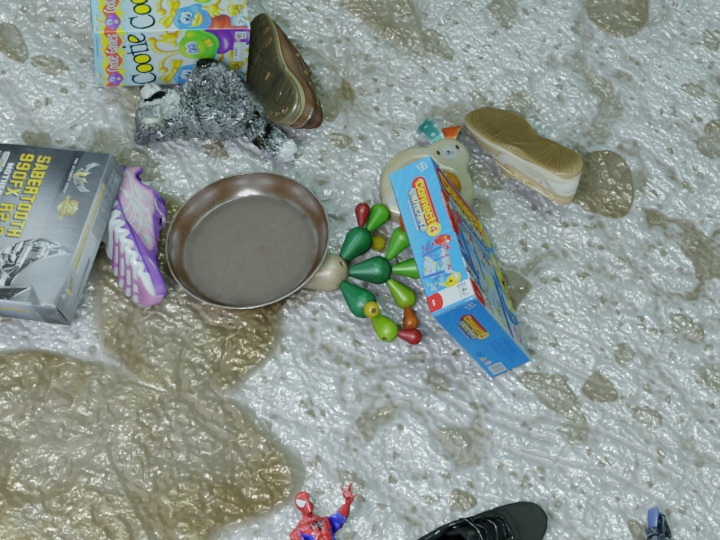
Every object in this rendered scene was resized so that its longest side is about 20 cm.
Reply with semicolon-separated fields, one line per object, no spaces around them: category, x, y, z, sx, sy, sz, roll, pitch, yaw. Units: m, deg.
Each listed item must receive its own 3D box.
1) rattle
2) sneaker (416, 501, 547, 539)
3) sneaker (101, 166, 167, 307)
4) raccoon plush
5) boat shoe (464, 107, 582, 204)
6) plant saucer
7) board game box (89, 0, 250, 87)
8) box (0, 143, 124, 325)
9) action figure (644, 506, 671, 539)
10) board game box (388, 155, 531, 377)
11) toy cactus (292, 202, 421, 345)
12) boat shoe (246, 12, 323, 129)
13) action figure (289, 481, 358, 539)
rattle;0.098;-0.154;1.703;0.129;0.144;0.201;16;58;20
sneaker;0.123;0.294;1.425;0.198;0.091;0.076;-21;61;-27
sneaker;-0.262;-0.051;1.574;0.088;0.081;0.201;-15;60;-27
raccoon plush;-0.189;-0.175;1.674;0.199;0.097;0.134;34;63;10
boat shoe;0.210;-0.149;1.765;0.073;0.070;0.200;-26;45;-25
plant saucer;-0.132;-0.031;1.595;0.198;0.032;0.202;-4;54;5
board game box;-0.248;-0.312;1.732;0.197;0.105;0.104;-4;57;-11
box;-0.372;-0.044;1.508;0.157;0.048;0.202;7;63;17
action figure;0.364;0.342;1.447;0.191;0.105;0.202;14;55;-16
board game box;0.118;-0.002;1.565;0.055;0.200;0.198;-24;58;14
toy cactus;0.000;0.000;1.605;0.163;0.103;0.202;-2;65;-4
boat shoe;-0.103;-0.259;1.771;0.067;0.072;0.201;19;36;-43
action figure;-0.018;0.305;1.381;0.065;0.099;0.201;-16;59;-25
